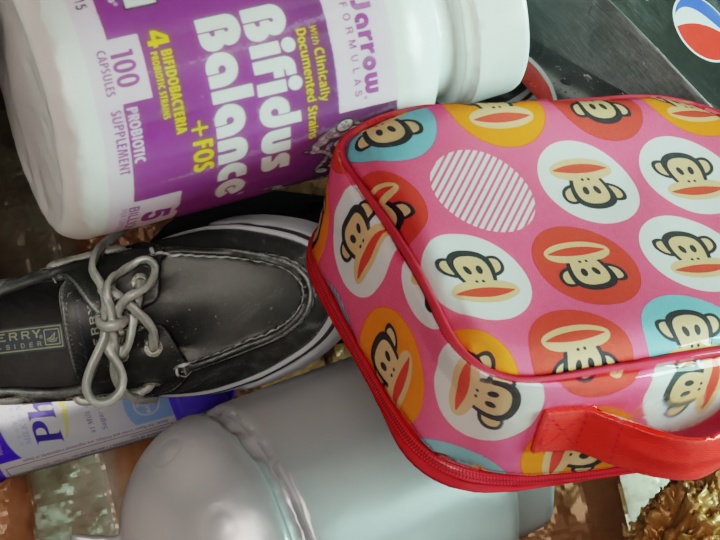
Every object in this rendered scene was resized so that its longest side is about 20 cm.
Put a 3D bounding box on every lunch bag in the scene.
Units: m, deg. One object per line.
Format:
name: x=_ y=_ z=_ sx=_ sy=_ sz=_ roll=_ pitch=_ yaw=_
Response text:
lunch bag: x=0.094 y=0.013 z=0.888 sx=0.199 sy=0.082 sz=0.176 roll=-4 pitch=43 yaw=-26

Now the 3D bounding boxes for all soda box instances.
soda box: x=0.102 y=-0.111 z=1.002 sx=0.200 sy=0.071 sz=0.063 roll=46 pitch=45 yaw=-3

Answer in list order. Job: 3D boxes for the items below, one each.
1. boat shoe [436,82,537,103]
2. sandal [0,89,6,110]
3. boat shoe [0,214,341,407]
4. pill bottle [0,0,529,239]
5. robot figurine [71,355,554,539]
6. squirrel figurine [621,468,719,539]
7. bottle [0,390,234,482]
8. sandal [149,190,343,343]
boat shoe: x=-0.009 y=-0.115 z=1.033 sx=0.199 sy=0.068 sz=0.072 roll=19 pitch=87 yaw=5
sandal: x=-0.073 y=-0.059 z=1.029 sx=0.199 sy=0.082 sz=0.055 roll=7 pitch=96 yaw=3
boat shoe: x=-0.099 y=0.020 z=0.942 sx=0.198 sy=0.068 sz=0.074 roll=-4 pitch=94 yaw=16
pill bottle: x=-0.038 y=-0.088 z=0.924 sx=0.199 sy=0.112 sz=0.113 roll=-16 pitch=85 yaw=-17
robot figurine: x=-0.014 y=0.100 z=0.955 sx=0.199 sy=0.170 sz=0.113 roll=-18 pitch=122 yaw=-25
squirrel figurine: x=0.129 y=0.153 z=0.937 sx=0.141 sy=0.187 sz=0.201 roll=6 pitch=74 yaw=30
bottle: x=-0.160 y=0.051 z=1.031 sx=0.199 sy=0.065 sz=0.084 roll=-15 pitch=86 yaw=2
sandal: x=0.001 y=-0.001 z=1.004 sx=0.199 sy=0.048 sz=0.076 roll=0 pitch=76 yaw=-17
